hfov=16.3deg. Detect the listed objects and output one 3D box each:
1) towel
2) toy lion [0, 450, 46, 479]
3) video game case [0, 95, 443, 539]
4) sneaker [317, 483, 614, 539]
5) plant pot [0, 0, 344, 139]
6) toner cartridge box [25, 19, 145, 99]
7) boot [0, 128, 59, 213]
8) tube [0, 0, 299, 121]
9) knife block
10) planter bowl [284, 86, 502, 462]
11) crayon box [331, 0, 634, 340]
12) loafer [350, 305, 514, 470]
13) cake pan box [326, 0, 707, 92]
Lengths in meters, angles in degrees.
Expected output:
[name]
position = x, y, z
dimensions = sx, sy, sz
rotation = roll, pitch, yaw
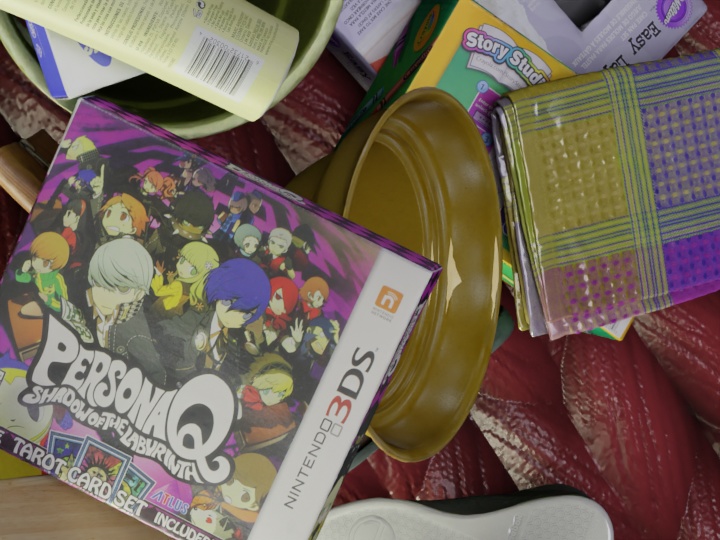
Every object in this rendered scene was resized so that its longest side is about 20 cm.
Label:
[towel]
position = 0.169, -0.051, 1.457
dimensions = 0.199, 0.023, 0.144
rotation = -15, 99, -23
[toy lion]
position = -0.161, 0.102, 1.443
dimensions = 0.200, 0.069, 0.192
rotation = 47, 71, -15
[video game case]
position = -0.086, 0.036, 1.255
dimensions = 0.199, 0.036, 0.182
rotation = 27, 99, 7
[sneaker]
position = 0.059, 0.169, 1.519
dimensions = 0.199, 0.099, 0.071
rotation = -6, 84, 12
[plant pot]
position = -0.130, -0.172, 1.368
dimensions = 0.199, 0.190, 0.201
rotation = -1, 94, -20
[toner cartridge box]
position = -0.137, -0.194, 1.241
dimensions = 0.095, 0.043, 0.201
rotation = -21, 100, -16
[boot]
position = -0.122, 0.001, 1.367
dimensions = 0.068, 0.188, 0.200
rotation = -42, 97, 12
[tube]
position = -0.126, -0.138, 1.203
dimensions = 0.199, 0.052, 0.058
rotation = 26, 43, -15
[knife block]
position = -0.121, 0.135, 1.335
dimensions = 0.175, 0.200, 0.064
rotation = -8, 85, 0
[planter bowl]
position = 0.000, 0.000, 1.364
dimensions = 0.200, 0.083, 0.201
rotation = -14, 105, -61
[crayon box]
position = 0.096, -0.060, 1.474
dimensions = 0.200, 0.058, 0.119
rotation = 33, 83, -19
[loafer]
position = 0.002, 0.064, 1.491
dimensions = 0.200, 0.072, 0.063
rotation = -38, 104, -25
[cake pan box]
position = 0.089, -0.161, 1.521
dimensions = 0.200, 0.052, 0.184
rotation = -45, 109, -12
